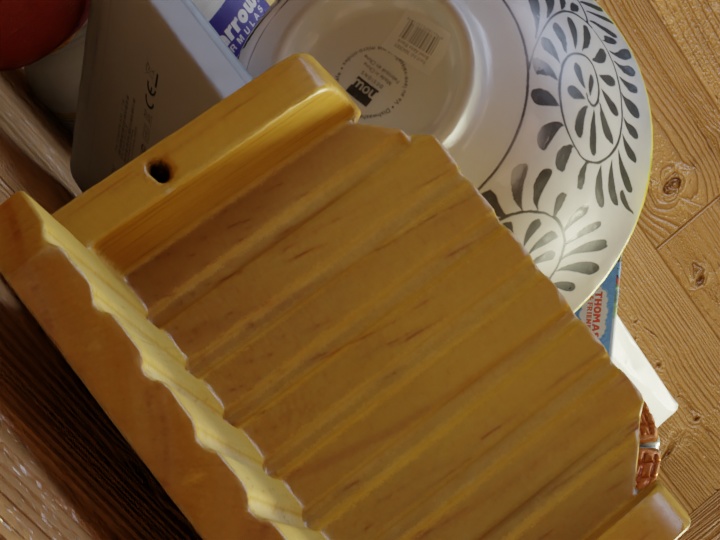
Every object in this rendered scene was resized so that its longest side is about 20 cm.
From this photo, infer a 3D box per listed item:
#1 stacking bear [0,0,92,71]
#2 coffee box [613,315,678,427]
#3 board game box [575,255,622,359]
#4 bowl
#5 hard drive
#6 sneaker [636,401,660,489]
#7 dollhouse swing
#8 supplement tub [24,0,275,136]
[{"bbox_3d":[-0.176,-0.167,0.820,0.114,0.121,0.201,52,7,-50],"label":"stacking bear"},{"bbox_3d":[0.088,0.062,1.408,0.200,0.199,0.198,49,2,-40],"label":"coffee box"},{"bbox_3d":[0.105,0.048,1.026,0.151,0.036,0.202,-131,-136,-75],"label":"board game box"},{"bbox_3d":[0.017,-0.064,0.754,0.201,0.200,0.094,51,3,23],"label":"bowl"},{"bbox_3d":[-0.063,-0.026,0.748,0.200,0.026,0.133,53,-37,35],"label":"hard drive"},{"bbox_3d":[0.145,0.161,1.103,0.092,0.075,0.202,103,-16,-55],"label":"sneaker"},{"bbox_3d":[0.005,0.025,0.544,0.200,0.181,0.176,51,-19,10],"label":"dollhouse swing"},{"bbox_3d":[-0.096,-0.109,1.010,0.200,0.145,0.146,50,1,-30],"label":"supplement tub"}]
